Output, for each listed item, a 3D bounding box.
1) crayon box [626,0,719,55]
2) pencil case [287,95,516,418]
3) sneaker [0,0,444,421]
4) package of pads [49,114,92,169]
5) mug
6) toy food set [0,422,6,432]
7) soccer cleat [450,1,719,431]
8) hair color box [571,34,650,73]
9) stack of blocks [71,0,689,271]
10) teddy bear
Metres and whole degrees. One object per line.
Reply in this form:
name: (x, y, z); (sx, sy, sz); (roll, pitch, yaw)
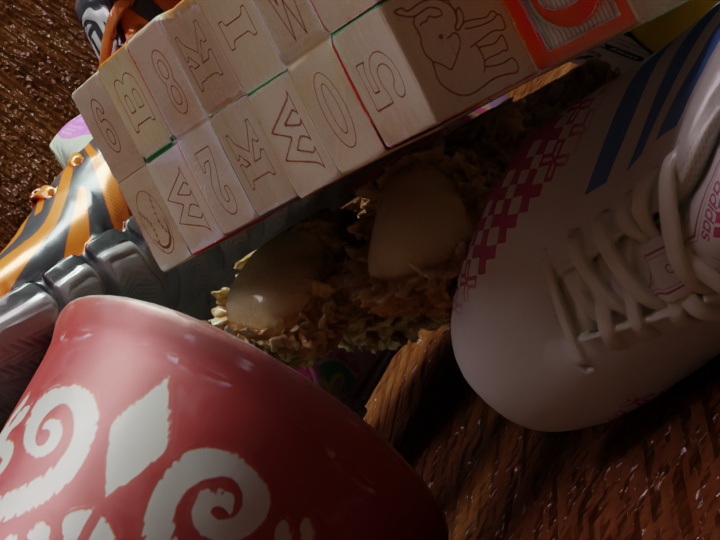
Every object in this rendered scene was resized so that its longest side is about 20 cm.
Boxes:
crayon box: (0.111, -0.162, 0.741); (0.173, 0.058, 0.200); (-50, 46, 8)
pencil case: (0.000, 0.000, 0.955); (0.087, 0.087, 0.200); (-47, -1, 44)
sneaker: (-0.078, -0.037, 0.794); (0.199, 0.112, 0.078); (-32, -21, -23)
package of pads: (-0.037, -0.066, 0.938); (0.154, 0.068, 0.200); (-35, 11, -8)
mug: (-0.069, 0.139, 0.693); (0.133, 0.178, 0.201); (9, 58, 42)
toy food set: (-0.147, 0.079, 0.778); (0.060, 0.143, 0.201); (-18, 56, 28)
soccer cleat: (0.077, -0.016, 0.562); (0.200, 0.070, 0.086); (-47, 6, 38)
hair color box: (0.103, -0.130, 0.910); (0.200, 0.100, 0.061); (148, 142, -75)
stack of blocks: (0.012, -0.065, 0.619); (0.115, 0.059, 0.200); (-29, 3, -23)
teddy bear: (0.037, -0.010, 0.733); (0.145, 0.067, 0.200); (-29, 0, 17)
